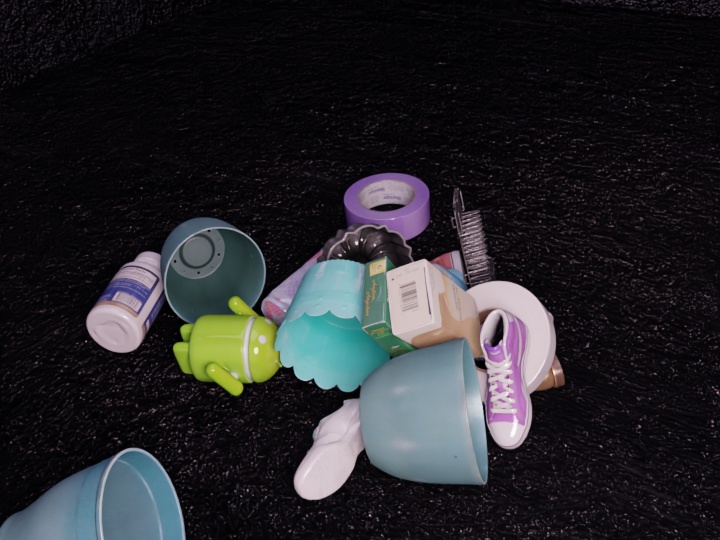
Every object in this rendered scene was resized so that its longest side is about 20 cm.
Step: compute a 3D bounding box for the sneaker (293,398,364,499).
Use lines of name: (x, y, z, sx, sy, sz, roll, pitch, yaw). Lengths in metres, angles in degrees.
sneaker: (-0.049, 0.270, 1.067, 0.087, 0.077, 0.199, 6, 31, 37)

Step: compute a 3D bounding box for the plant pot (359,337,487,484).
plant pot: (0.089, 0.209, 1.002, 0.158, 0.203, 0.202, -9, 35, 15)

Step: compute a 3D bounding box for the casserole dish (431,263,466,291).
casserole dish: (0.104, 0.062, 1.261, 0.200, 0.039, 0.121, -44, 38, -5)

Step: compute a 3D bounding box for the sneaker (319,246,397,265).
sneaker: (0.002, -0.026, 1.424, 0.196, 0.081, 0.078, 13, 41, 25)

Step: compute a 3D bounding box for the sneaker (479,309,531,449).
sneaker: (0.208, 0.160, 1.039, 0.071, 0.114, 0.205, -7, 69, 28)

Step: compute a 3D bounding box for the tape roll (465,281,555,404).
tape roll: (0.221, 0.119, 1.140, 0.199, 0.037, 0.207, -13, 64, 28)

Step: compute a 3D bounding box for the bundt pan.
bundt pan: (0.000, 0.000, 1.303, 0.199, 0.206, 0.076, -20, 28, -18)

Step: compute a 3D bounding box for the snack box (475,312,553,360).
snack box: (0.228, 0.115, 1.177, 0.197, 0.024, 0.073, -7, 65, 31)

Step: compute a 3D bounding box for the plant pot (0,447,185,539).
plant pot: (-0.359, 0.361, 0.900, 0.185, 0.202, 0.202, -20, 36, 8)

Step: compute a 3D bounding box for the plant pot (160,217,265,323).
plant pot: (-0.307, -0.012, 1.372, 0.198, 0.204, 0.161, -22, 29, -19)

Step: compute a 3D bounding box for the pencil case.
pencil case: (-0.102, 0.041, 1.352, 0.090, 0.084, 0.199, 29, 49, 26)

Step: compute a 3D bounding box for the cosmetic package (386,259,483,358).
cosmetic package: (0.120, 0.070, 1.078, 0.070, 0.199, 0.107, -18, 63, 26)

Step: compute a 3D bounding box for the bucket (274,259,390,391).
bucket: (-0.034, 0.092, 1.169, 0.203, 0.210, 0.136, 4, 45, 14)

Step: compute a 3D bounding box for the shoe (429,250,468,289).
shoe: (0.161, 0.046, 1.321, 0.089, 0.072, 0.202, -15, 40, 12)

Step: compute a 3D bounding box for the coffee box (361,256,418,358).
coffee box: (0.069, 0.083, 1.101, 0.043, 0.200, 0.125, -16, 50, 26)

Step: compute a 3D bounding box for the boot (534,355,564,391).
boot: (0.279, 0.125, 1.196, 0.074, 0.074, 0.202, -18, 39, 2)

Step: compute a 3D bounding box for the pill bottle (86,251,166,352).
pill bottle: (-0.448, 0.055, 1.366, 0.108, 0.113, 0.202, 1, 37, 10)

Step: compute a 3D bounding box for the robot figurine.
robot figurine: (-0.224, 0.138, 1.216, 0.195, 0.117, 0.177, 0, 41, 9)

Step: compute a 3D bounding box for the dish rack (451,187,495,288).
dish rack: (0.215, -0.055, 1.318, 0.053, 0.204, 0.154, -12, 20, 13)

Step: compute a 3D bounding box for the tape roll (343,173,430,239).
tape roll: (0.061, -0.146, 1.584, 0.195, 0.067, 0.202, -4, 37, 3)
